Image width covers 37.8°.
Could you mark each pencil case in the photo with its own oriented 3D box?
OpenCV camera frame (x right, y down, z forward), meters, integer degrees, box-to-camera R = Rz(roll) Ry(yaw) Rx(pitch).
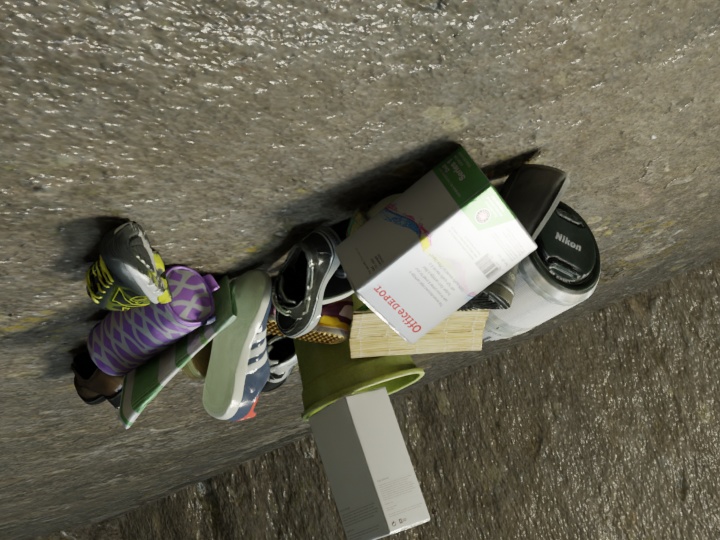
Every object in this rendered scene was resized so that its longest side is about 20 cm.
[{"bbox_3d":[-0.260,0.062,1.306,0.199,0.084,0.085,-30,-172,39],"label":"pencil case"}]

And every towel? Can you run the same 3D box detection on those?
[{"bbox_3d":[-0.230,0.099,1.330,0.200,0.023,0.153,-43,-161,7],"label":"towel"}]

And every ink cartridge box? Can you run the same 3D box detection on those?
[{"bbox_3d":[0.090,-0.026,1.259,0.199,0.084,0.145,-38,136,8],"label":"ink cartridge box"}]

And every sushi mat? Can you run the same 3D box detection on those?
[{"bbox_3d":[0.082,0.086,1.489,0.198,0.012,0.096,-2,139,-8],"label":"sushi mat"}]

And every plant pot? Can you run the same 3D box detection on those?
[{"bbox_3d":[-0.026,0.108,1.612,0.199,0.186,0.201,-19,166,-5],"label":"plant pot"}]

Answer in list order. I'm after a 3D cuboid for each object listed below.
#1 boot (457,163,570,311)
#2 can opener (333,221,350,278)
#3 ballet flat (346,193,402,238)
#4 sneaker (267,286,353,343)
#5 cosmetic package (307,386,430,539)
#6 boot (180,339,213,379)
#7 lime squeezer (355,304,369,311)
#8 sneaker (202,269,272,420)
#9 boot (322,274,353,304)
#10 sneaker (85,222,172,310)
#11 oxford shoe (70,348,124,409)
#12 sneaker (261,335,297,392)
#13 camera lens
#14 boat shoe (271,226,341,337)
[{"bbox_3d":[0.165,-0.047,1.375,0.181,0.201,0.073,4,153,40],"label":"boot"},{"bbox_3d":[0.048,-0.045,1.379,0.198,0.064,0.079,-19,166,-8],"label":"can opener"},{"bbox_3d":[0.074,-0.075,1.315,0.198,0.071,0.071,-18,167,-22],"label":"ballet flat"},{"bbox_3d":[-0.105,0.043,1.492,0.198,0.091,0.075,16,159,-22],"label":"sneaker"},{"bbox_3d":[0.010,0.282,1.516,0.084,0.202,0.107,-7,163,-38],"label":"cosmetic package"},{"bbox_3d":[-0.254,0.119,1.471,0.154,0.073,0.200,-18,-168,13],"label":"boot"},{"bbox_3d":[0.043,0.017,1.445,0.200,0.038,0.071,-41,-163,32],"label":"lime squeezer"},{"bbox_3d":[-0.148,0.101,1.396,0.074,0.202,0.084,10,170,35],"label":"sneaker"},{"bbox_3d":[0.000,0.000,1.480,0.199,0.073,0.144,-25,168,1],"label":"boot"},{"bbox_3d":[-0.252,0.010,1.107,0.084,0.075,0.200,-19,167,-5],"label":"sneaker"},{"bbox_3d":[-0.371,0.142,1.488,0.073,0.084,0.199,-53,-160,-25],"label":"oxford shoe"},{"bbox_3d":[-0.152,0.154,1.866,0.088,0.075,0.200,-5,150,-50],"label":"sneaker"},{"bbox_3d":[0.233,-0.001,1.517,0.159,0.161,0.200,-10,164,-38],"label":"camera lens"},{"bbox_3d":[-0.085,0.023,1.361,0.063,0.071,0.201,-28,154,-38],"label":"boat shoe"}]
